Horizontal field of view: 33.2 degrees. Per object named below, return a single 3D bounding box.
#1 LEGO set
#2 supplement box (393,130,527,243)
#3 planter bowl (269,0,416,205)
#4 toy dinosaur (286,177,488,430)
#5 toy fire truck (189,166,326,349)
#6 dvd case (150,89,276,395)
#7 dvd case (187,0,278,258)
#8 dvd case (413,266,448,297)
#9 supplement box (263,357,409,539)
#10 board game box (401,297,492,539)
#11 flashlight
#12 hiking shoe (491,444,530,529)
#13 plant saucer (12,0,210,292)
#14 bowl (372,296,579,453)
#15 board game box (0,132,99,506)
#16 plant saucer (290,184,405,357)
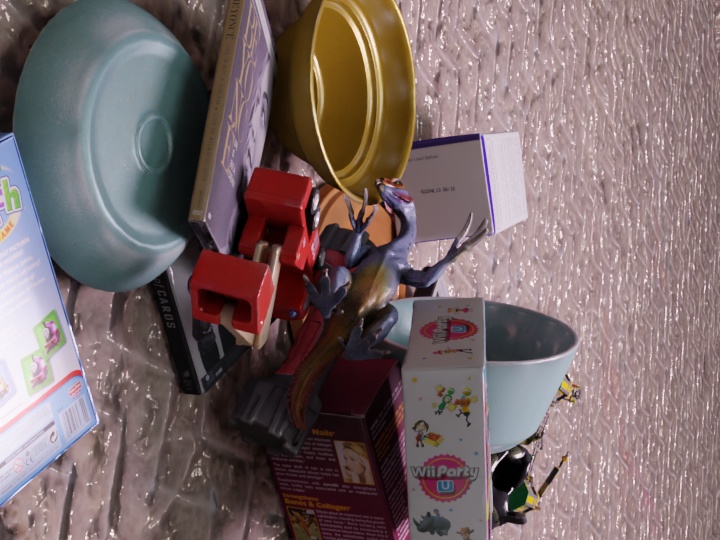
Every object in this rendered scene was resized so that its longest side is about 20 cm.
[{"bbox_3d":[0.173,0.188,1.390,0.116,0.153,0.201,35,64,-59],"label":"LEGO set"},{"bbox_3d":[0.105,-0.089,1.255,0.200,0.101,0.104,-25,108,-70],"label":"supplement box"},{"bbox_3d":[-0.029,-0.157,1.049,0.200,0.083,0.202,-6,97,-63],"label":"planter bowl"},{"bbox_3d":[0.000,0.000,0.981,0.105,0.200,0.182,42,22,-5],"label":"toy dinosaur"},{"bbox_3d":[-0.070,0.005,0.891,0.200,0.049,0.142,87,17,-62],"label":"toy fire truck"},{"bbox_3d":[-0.117,-0.027,0.945,0.150,0.025,0.201,-47,131,-53],"label":"dvd case"},{"bbox_3d":[-0.090,-0.104,0.891,0.149,0.016,0.201,79,18,-72],"label":"dvd case"},{"bbox_3d":[0.063,0.120,1.271,0.151,0.025,0.201,70,32,-47],"label":"dvd case"},{"bbox_3d":[-0.008,0.181,1.070,0.086,0.110,0.201,-51,135,-51],"label":"supplement box"},{"bbox_3d":[0.071,0.140,0.954,0.148,0.064,0.201,-73,159,-70],"label":"board game box"},{"bbox_3d":[-0.045,0.054,1.005,0.068,0.068,0.200,47,56,-28],"label":"flashlight"},{"bbox_3d":[0.118,0.187,1.198,0.200,0.100,0.076,-87,170,-52],"label":"hiking shoe"},{"bbox_3d":[-0.151,-0.085,0.815,0.200,0.036,0.201,-3,93,-62],"label":"plant saucer"},{"bbox_3d":[0.097,0.100,1.118,0.201,0.200,0.106,-21,120,-61],"label":"bowl"},{"bbox_3d":[-0.234,0.039,0.704,0.151,0.036,0.201,-44,129,-54],"label":"board game box"},{"bbox_3d":[-0.005,0.015,1.152,0.200,0.037,0.201,-1,91,-64],"label":"plant saucer"}]
